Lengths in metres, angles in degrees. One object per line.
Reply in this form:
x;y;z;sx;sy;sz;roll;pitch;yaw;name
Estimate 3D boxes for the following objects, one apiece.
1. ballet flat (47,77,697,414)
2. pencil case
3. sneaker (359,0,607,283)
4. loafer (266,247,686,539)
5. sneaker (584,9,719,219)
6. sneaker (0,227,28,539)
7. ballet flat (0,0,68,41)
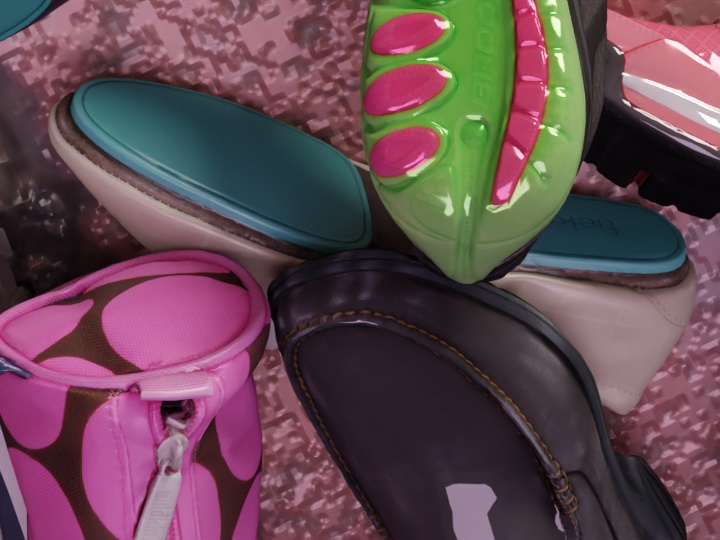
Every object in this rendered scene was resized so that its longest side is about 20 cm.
0.000;0.000;0.874;0.199;0.070;0.070;14;109;-11;ballet flat
-0.055;0.100;0.830;0.090;0.094;0.201;-18;115;-23;pencil case
0.035;-0.088;0.806;0.076;0.084;0.201;12;67;5;sneaker
0.038;0.066;0.856;0.073;0.073;0.200;-18;138;29;loafer
0.142;-0.052;0.876;0.199;0.074;0.087;19;79;-7;sneaker
-0.137;0.027;0.867;0.080;0.076;0.201;-12;110;9;sneaker
-0.090;-0.108;0.815;0.199;0.073;0.073;-26;112;-7;ballet flat
